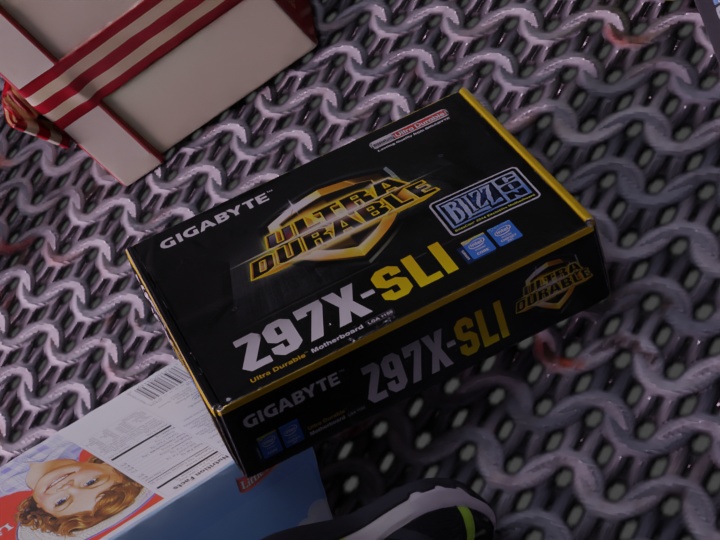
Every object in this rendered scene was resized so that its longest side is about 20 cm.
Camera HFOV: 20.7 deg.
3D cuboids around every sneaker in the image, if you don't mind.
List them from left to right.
[{"bbox_3d":[0.004,0.147,0.813,0.072,0.199,0.083,-47,70,29],"label":"sneaker"}]

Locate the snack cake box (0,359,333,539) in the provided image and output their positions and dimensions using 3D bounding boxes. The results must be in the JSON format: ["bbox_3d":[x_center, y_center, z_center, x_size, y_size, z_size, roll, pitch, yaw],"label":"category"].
[{"bbox_3d":[-0.126,0.130,0.942,0.199,0.068,0.115,-31,31,-28],"label":"snack cake box"}]

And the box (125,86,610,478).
[{"bbox_3d":[0.000,0.000,0.962,0.198,0.050,0.160,-25,37,-8],"label":"box"}]

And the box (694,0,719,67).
[{"bbox_3d":[0.242,-0.104,0.877,0.157,0.050,0.201,-30,41,20],"label":"box"}]

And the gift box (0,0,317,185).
[{"bbox_3d":[-0.160,-0.196,1.231,0.186,0.200,0.185,-33,35,19],"label":"gift box"}]
